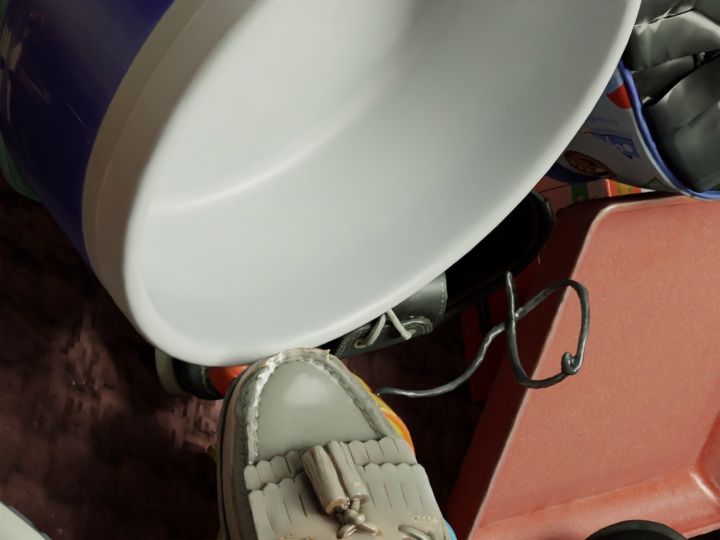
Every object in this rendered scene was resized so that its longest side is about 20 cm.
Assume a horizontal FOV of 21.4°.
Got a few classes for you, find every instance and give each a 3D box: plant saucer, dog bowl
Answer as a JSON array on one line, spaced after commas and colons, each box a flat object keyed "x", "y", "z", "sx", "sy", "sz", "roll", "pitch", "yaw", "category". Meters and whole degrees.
[{"x": 0.125, "y": 0.040, "z": 0.820, "sx": 0.199, "sy": 0.037, "sz": 0.201, "roll": -8, "pitch": 127, "yaw": -40, "category": "plant saucer"}, {"x": -0.010, "y": -0.068, "z": 0.593, "sx": 0.200, "sy": 0.200, "sz": 0.079, "roll": -8, "pitch": 49, "yaw": -48, "category": "dog bowl"}]

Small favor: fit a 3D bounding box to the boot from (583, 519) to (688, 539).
[{"x": 0.097, "y": 0.170, "z": 0.730, "sx": 0.079, "sy": 0.158, "sz": 0.212, "roll": 23, "pitch": 62, "yaw": 6, "category": "boot"}]

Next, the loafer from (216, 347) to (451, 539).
[{"x": 0.007, "y": 0.114, "z": 0.575, "sx": 0.072, "sy": 0.063, "sz": 0.201, "roll": -11, "pitch": 75, "yaw": -16, "category": "loafer"}]

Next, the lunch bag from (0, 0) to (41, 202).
[{"x": -0.054, "y": -0.116, "z": 0.636, "sx": 0.200, "sy": 0.161, "sz": 0.077, "roll": -26, "pitch": 61, "yaw": -30, "category": "lunch bag"}]

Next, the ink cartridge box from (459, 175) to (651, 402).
[{"x": 0.124, "y": 0.001, "z": 0.904, "sx": 0.200, "sy": 0.050, "sz": 0.109, "roll": -2, "pitch": 82, "yaw": -48, "category": "ink cartridge box"}]

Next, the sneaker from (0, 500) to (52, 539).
[{"x": -0.088, "y": 0.140, "z": 0.564, "sx": 0.080, "sy": 0.200, "sz": 0.078, "roll": -48, "pitch": 157, "yaw": -33, "category": "sneaker"}]

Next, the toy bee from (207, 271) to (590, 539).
[{"x": -0.020, "y": 0.075, "z": 0.672, "sx": 0.108, "sy": 0.131, "sz": 0.201, "roll": 26, "pitch": 76, "yaw": -30, "category": "toy bee"}]

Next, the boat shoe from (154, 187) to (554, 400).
[{"x": 0.000, "y": 0.000, "z": 0.749, "sx": 0.200, "sy": 0.067, "sz": 0.072, "roll": -24, "pitch": 120, "yaw": -46, "category": "boat shoe"}]

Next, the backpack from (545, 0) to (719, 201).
[{"x": 0.120, "y": -0.126, "z": 0.731, "sx": 0.191, "sy": 0.154, "sz": 0.200, "roll": -49, "pitch": 124, "yaw": -35, "category": "backpack"}]
